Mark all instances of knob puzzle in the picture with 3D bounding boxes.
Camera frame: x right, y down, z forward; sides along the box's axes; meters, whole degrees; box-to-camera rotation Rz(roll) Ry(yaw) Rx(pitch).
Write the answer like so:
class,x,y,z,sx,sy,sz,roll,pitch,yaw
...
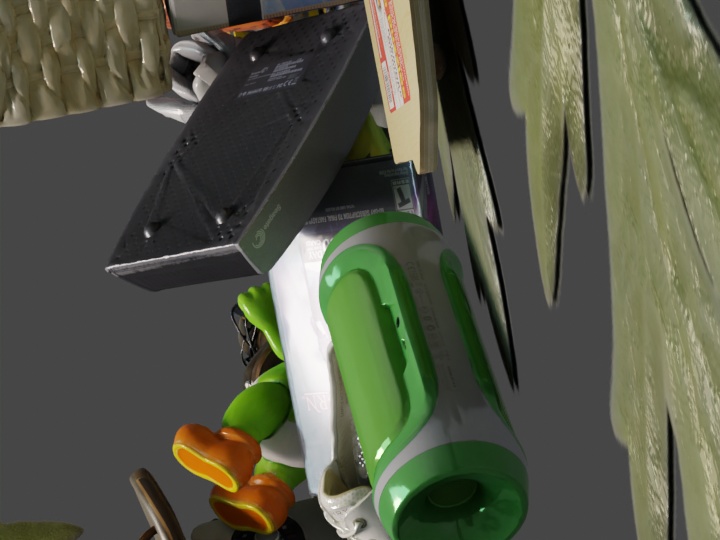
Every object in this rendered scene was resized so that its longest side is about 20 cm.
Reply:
class,x,y,z,sx,sy,sz,roll,pitch,yaw
knob puzzle,0.025,-0.149,1.308,0.220,0.030,0.221,170,90,-85

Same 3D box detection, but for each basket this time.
class,x,y,z,sx,sy,sz,roll,pitch,yaw
basket,-0.192,-0.193,1.578,0.123,0.135,0.201,-132,31,-71

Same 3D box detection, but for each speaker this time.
class,x,y,z,sx,sy,sz,roll,pitch,yaw
speaker,0.032,0.059,1.378,0.201,0.088,0.089,-106,7,-46

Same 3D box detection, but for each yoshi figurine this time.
class,x,y,z,sx,sy,sz,roll,pitch,yaw
yoshi figurine,-0.047,0.065,1.673,0.112,0.200,0.112,39,155,-3

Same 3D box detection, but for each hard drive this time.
class,x,y,z,sx,sy,sz,roll,pitch,yaw
hard drive,-0.061,-0.072,1.544,0.042,0.134,0.201,48,-127,-29

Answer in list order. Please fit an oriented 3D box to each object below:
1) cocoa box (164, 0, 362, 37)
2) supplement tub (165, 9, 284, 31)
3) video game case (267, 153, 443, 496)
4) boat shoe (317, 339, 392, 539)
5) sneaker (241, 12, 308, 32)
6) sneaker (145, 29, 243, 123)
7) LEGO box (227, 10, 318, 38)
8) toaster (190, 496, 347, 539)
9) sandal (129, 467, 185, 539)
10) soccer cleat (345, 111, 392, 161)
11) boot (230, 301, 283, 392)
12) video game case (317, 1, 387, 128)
class,x,y,z,sx,sy,sz,roll,pitch,yaw
cocoa box,-0.071,-0.266,1.547,0.134,0.130,0.201,-108,9,-49
supplement tub,-0.098,-0.267,1.724,0.123,0.122,0.202,124,147,-83
video game case,0.004,0.035,1.537,0.142,0.019,0.201,-7,95,46
boat shoe,0.005,0.129,1.493,0.071,0.069,0.202,6,103,54
sneaker,-0.074,-0.242,1.844,0.201,0.077,0.079,-86,-10,-49
sneaker,-0.090,-0.129,1.744,0.076,0.114,0.200,-66,25,4
LEGO box,-0.044,-0.093,1.908,0.149,0.077,0.201,87,170,-54
toaster,-0.011,0.249,1.696,0.119,0.180,0.201,-110,11,-50
sandal,-0.125,0.227,1.646,0.082,0.054,0.201,154,103,-80
soccer cleat,0.000,0.001,1.582,0.065,0.083,0.202,-107,7,-78
boot,-0.058,0.061,1.806,0.200,0.096,0.075,-29,-68,-62
video game case,-0.008,-0.154,1.725,0.143,0.018,0.201,88,170,-61
